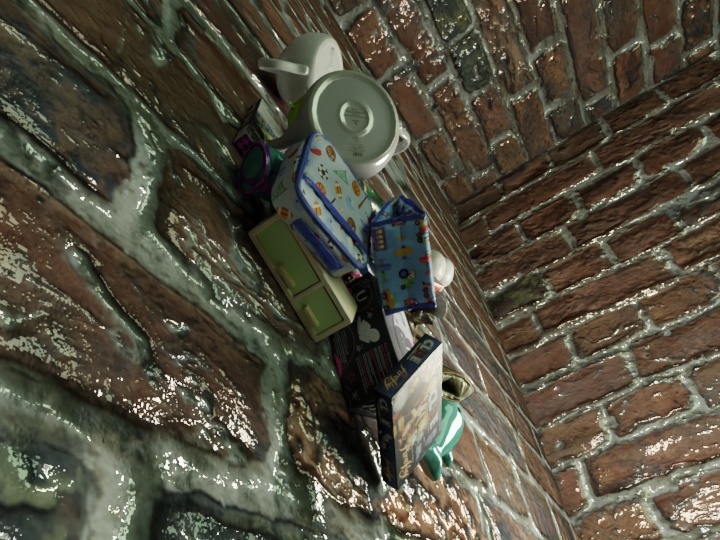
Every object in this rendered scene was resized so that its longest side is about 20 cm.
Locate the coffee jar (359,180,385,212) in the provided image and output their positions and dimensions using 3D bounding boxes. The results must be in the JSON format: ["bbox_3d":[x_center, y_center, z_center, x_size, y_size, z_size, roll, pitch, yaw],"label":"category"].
[{"bbox_3d":[-0.006,-0.179,1.309,0.105,0.085,0.199,54,10,32],"label":"coffee jar"}]

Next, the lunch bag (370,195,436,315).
[{"bbox_3d":[0.070,-0.037,0.920,0.201,0.090,0.157,-87,168,-72],"label":"lunch bag"}]

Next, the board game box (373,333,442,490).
[{"bbox_3d":[0.078,0.219,0.814,0.135,0.034,0.206,-39,135,-38],"label":"board game box"}]

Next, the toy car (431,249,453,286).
[{"bbox_3d":[0.148,0.023,1.415,0.199,0.169,0.156,22,79,-65],"label":"toy car"}]

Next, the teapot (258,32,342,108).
[{"bbox_3d":[-0.135,-0.450,1.227,0.203,0.141,0.202,77,29,-53],"label":"teapot"}]

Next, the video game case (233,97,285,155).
[{"bbox_3d":[-0.153,-0.206,1.008,0.202,0.035,0.184,54,20,-30],"label":"video game case"}]

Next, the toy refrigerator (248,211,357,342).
[{"bbox_3d":[-0.088,0.003,0.833,0.204,0.074,0.070,60,17,-13],"label":"toy refrigerator"}]

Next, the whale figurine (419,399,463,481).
[{"bbox_3d":[0.151,0.313,1.036,0.163,0.101,0.200,60,16,-9],"label":"whale figurine"}]

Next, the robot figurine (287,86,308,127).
[{"bbox_3d":[-0.074,-0.273,1.092,0.203,0.113,0.177,55,42,-22],"label":"robot figurine"}]

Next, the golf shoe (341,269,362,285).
[{"bbox_3d":[-0.055,-0.013,0.963,0.199,0.074,0.094,38,26,-57],"label":"golf shoe"}]

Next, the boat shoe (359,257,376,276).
[{"bbox_3d":[0.000,0.000,1.107,0.203,0.081,0.070,65,28,-45],"label":"boat shoe"}]

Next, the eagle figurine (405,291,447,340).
[{"bbox_3d":[0.106,0.076,1.204,0.146,0.156,0.201,23,20,-4],"label":"eagle figurine"}]

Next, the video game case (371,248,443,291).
[{"bbox_3d":[0.079,-0.026,1.110,0.197,0.018,0.144,22,22,-45],"label":"video game case"}]

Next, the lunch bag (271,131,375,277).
[{"bbox_3d":[-0.048,-0.093,0.814,0.201,0.074,0.164,48,36,-36],"label":"lunch bag"}]

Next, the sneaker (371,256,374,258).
[{"bbox_3d":[0.093,-0.049,1.285,0.196,0.090,0.073,29,36,30],"label":"sneaker"}]

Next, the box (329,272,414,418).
[{"bbox_3d":[0.029,0.133,0.920,0.131,0.112,0.206,35,33,-55],"label":"box"}]

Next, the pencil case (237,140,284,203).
[{"bbox_3d":[-0.112,-0.136,0.891,0.197,0.085,0.094,22,34,-47],"label":"pencil case"}]

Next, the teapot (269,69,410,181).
[{"bbox_3d":[-0.027,-0.241,0.947,0.199,0.199,0.146,42,-21,-5],"label":"teapot"}]

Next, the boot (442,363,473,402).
[{"bbox_3d":[0.148,0.207,1.030,0.170,0.069,0.198,17,-2,-30],"label":"boot"}]
